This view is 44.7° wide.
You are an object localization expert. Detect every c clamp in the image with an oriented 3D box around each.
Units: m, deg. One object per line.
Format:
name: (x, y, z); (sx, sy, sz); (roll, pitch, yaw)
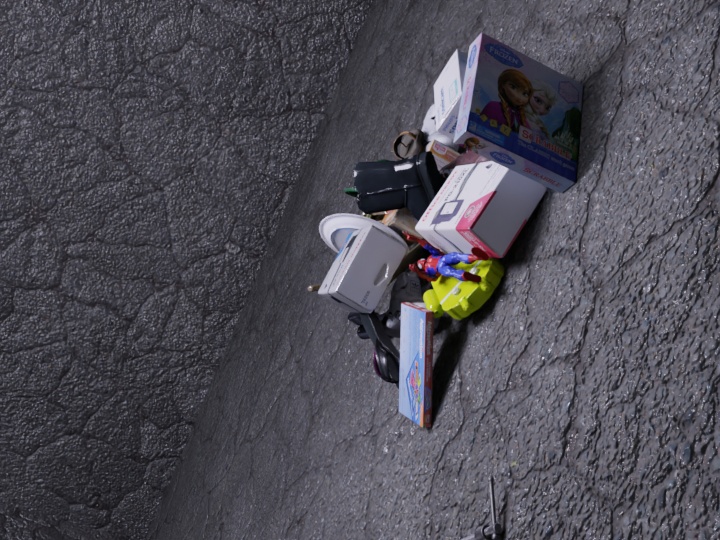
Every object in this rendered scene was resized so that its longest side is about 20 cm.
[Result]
c clamp: (0.142, 0.407, 1.221); (0.200, 0.027, 0.172); (-51, 29, 44)

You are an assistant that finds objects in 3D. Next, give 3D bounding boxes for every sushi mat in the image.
sushi mat: (0.089, -0.014, 1.770); (0.200, 0.012, 0.096); (-39, -16, -51)

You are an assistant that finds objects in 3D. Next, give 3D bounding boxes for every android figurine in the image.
android figurine: (0.181, 0.009, 1.506); (0.182, 0.041, 0.200); (-47, 19, 15)

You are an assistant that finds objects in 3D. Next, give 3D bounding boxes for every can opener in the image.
can opener: (0.046, 0.113, 1.847); (0.200, 0.078, 0.064); (-10, 67, 57)

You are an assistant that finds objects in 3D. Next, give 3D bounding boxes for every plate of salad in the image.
plate of salad: (0.011, -0.067, 1.830); (0.200, 0.199, 0.048); (-40, 26, 60)

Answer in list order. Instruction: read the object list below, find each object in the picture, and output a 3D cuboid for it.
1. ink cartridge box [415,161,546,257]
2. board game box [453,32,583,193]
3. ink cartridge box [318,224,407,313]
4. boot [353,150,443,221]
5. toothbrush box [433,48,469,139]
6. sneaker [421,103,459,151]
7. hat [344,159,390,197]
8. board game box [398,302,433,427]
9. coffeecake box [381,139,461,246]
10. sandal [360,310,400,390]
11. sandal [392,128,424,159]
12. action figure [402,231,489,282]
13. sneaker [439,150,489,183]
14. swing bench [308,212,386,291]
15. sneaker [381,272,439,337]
ink cartridge box: (0.197, -0.103, 1.475); (0.145, 0.084, 0.200); (-55, 20, -11)
board game box: (0.251, -0.246, 1.362); (0.041, 0.199, 0.200); (-42, 32, 55)
ink cartridge box: (0.000, 0.000, 1.682); (0.146, 0.083, 0.200); (-61, 10, -8)
boot: (0.084, -0.130, 1.707); (0.167, 0.201, 0.076); (-8, 24, 30)
toothbrush box: (0.227, -0.262, 1.459); (0.085, 0.199, 0.147); (-56, 19, 38)
sneaker: (0.175, -0.305, 1.914); (0.200, 0.075, 0.116); (-168, 96, -77)
hat: (0.059, -0.249, 2.005); (0.200, 0.165, 0.177); (19, -99, -82)
board game box: (0.097, 0.163, 1.532); (0.103, 0.019, 0.201); (-160, 70, -68)
coffeecake box: (0.121, -0.156, 1.841); (0.201, 0.073, 0.153); (-64, 8, -14)
sandal: (0.040, 0.163, 1.664); (0.201, 0.048, 0.075); (59, 159, 29)
sandal: (0.096, -0.260, 1.874); (0.082, 0.054, 0.200); (-61, 9, 24)
action figure: (0.125, -0.020, 1.474); (0.066, 0.099, 0.200); (-68, 17, -8)
sneaker: (0.226, -0.214, 1.663); (0.200, 0.075, 0.116); (2, 65, 64)
swing bench: (0.002, -0.031, 2.027); (0.200, 0.129, 0.200); (-63, -8, 23)
sneaker: (0.101, 0.059, 1.669); (0.200, 0.075, 0.116); (148, 140, -67)
